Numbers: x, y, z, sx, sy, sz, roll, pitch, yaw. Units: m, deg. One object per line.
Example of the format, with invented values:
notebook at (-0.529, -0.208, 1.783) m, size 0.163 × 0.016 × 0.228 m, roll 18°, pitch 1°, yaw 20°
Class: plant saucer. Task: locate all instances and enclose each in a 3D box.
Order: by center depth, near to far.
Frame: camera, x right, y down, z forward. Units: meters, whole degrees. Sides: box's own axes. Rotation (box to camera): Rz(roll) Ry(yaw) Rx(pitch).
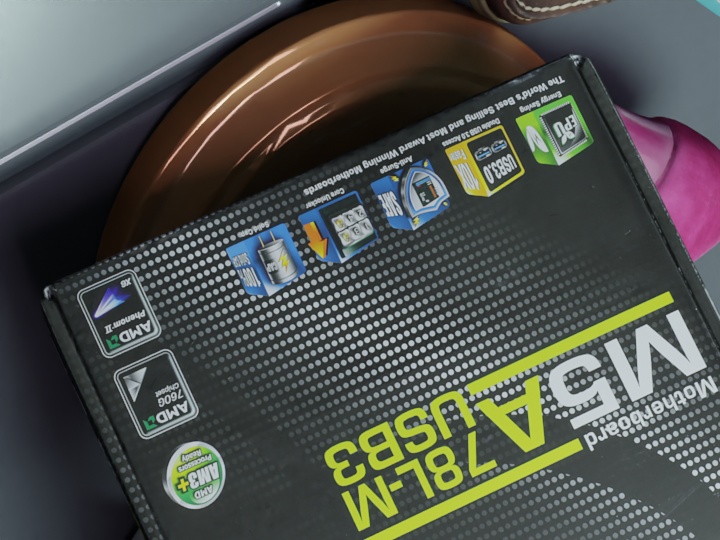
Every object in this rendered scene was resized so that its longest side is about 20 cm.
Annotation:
plant saucer at (0.000, 0.000, 0.887) m, size 0.200 × 0.032 × 0.201 m, roll -16°, pitch 124°, yaw -26°

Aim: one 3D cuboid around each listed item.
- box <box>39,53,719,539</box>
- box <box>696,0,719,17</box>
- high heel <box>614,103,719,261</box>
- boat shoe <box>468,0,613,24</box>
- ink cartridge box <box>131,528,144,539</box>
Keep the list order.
box at (0.025, 0.056, 0.799) m, size 0.200 × 0.194 × 0.048 m, roll -23°, pitch 169°, yaw -9°
box at (0.162, -0.176, 0.822) m, size 0.082 × 0.049 × 0.200 m, roll 34°, pitch 75°, yaw -9°
high heel at (0.065, 0.035, 0.887) m, size 0.096 × 0.067 × 0.200 m, roll 26°, pitch 87°, yaw -31°
boat shoe at (0.128, -0.139, 0.864) m, size 0.200 × 0.072 × 0.072 m, roll -28°, pitch 129°, yaw -18°
ink cartridge box at (-0.048, 0.222, 0.907) m, size 0.146 × 0.147 × 0.200 m, roll 29°, pitch 97°, yaw -41°
